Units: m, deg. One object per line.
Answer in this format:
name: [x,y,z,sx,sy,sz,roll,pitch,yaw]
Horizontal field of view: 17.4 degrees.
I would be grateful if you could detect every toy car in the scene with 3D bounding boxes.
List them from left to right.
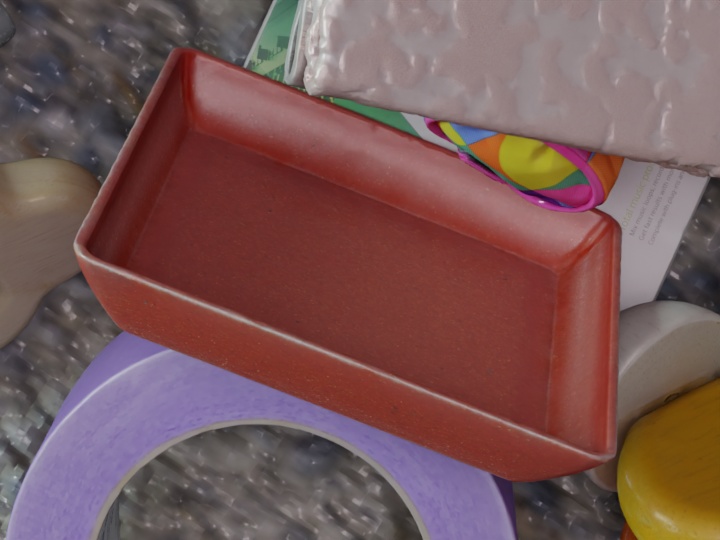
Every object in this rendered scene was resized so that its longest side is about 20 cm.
toy car: [0.187,0.088,0.941,0.199,0.175,0.151,-26,135,-25]

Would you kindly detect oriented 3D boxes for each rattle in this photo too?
rattle: [-0.164,-0.034,0.966,0.198,0.143,0.131,-19,127,-12]

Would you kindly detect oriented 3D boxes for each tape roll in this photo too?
tape roll: [-0.036,0.111,0.928,0.198,0.085,0.202,1,104,3]

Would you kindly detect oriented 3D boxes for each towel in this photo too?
towel: [0.070,-0.146,0.852,0.190,0.032,0.202,8,91,-28]

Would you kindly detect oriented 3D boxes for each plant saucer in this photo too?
plant saucer: [0.000,0.000,0.883,0.198,0.200,0.037,21,116,-4]

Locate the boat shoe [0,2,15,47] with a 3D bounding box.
boat shoe: [-0.208,-0.167,0.959,0.071,0.070,0.202,-31,95,-15]

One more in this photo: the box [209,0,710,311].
box: [0.041,-0.047,0.985,0.199,0.036,0.145,25,87,-2]

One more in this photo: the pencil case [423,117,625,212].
pencil case: [0.096,-0.124,0.939,0.088,0.088,0.201,26,73,-3]
